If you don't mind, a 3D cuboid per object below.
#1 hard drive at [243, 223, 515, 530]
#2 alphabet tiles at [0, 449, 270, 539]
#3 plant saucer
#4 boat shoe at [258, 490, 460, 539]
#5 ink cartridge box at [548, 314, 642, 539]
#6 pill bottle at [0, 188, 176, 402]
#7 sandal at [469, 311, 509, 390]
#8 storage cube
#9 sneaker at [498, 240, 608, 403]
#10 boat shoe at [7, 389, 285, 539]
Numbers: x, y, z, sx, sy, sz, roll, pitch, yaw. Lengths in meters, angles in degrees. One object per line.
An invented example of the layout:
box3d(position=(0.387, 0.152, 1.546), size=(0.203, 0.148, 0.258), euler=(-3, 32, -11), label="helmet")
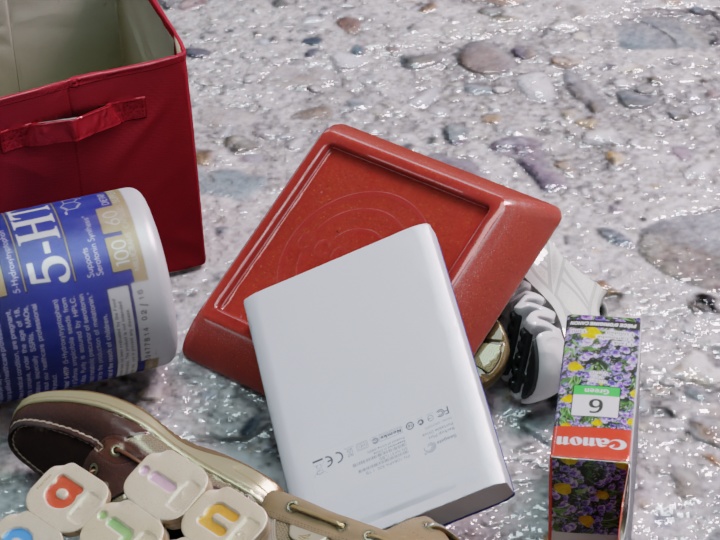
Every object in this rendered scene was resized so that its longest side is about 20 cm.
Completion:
box3d(position=(0.008, 0.077, 1.493), size=(0.132, 0.025, 0.200), euler=(-23, 53, 10), label="hard drive")
box3d(position=(-0.145, 0.195, 1.380), size=(0.195, 0.015, 0.200), euler=(28, 66, 34), label="alphabet tiles")
box3d(position=(0.000, 0.000, 1.586), size=(0.199, 0.037, 0.200), euler=(23, 71, 34), label="plant saucer")
box3d(position=(0.030, 0.171, 1.385), size=(0.200, 0.071, 0.065), euler=(12, 69, 13), label="boat shoe")
box3d(position=(0.136, 0.129, 1.422), size=(0.050, 0.109, 0.200), euler=(4, 37, 8), label="ink cartridge box")
box3d(position=(-0.229, 0.023, 1.566), size=(0.200, 0.120, 0.120), euler=(-13, 38, -13), label="pill bottle")
box3d(position=(0.033, 0.023, 1.613), size=(0.080, 0.054, 0.200), euler=(-42, 52, -5), label="sandal")
box3d(position=(-0.218, -0.101, 1.693), size=(0.171, 0.180, 0.200), euler=(-16, 38, -16), label="storage cube")
box3d(position=(0.117, 0.013, 1.619), size=(0.081, 0.075, 0.200), euler=(-3, 41, -18), label="sneaker")
box3d(position=(-0.141, 0.135, 1.468), size=(0.200, 0.072, 0.072), euler=(23, 42, 21), label="boat shoe")
